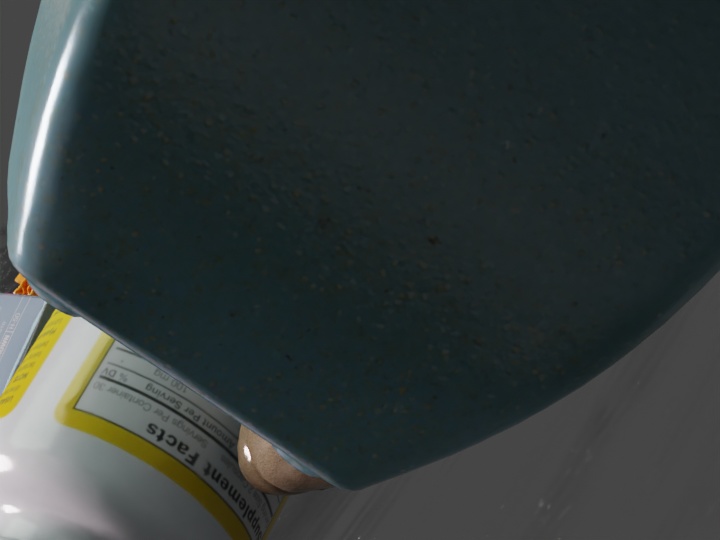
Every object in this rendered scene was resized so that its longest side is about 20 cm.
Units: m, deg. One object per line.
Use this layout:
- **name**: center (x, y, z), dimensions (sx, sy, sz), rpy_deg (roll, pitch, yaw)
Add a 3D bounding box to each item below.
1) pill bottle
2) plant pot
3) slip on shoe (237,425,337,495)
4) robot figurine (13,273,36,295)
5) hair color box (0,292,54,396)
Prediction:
- **pill bottle**: center (-0.077, 0.061, 0.782), dimensions (0.201, 0.111, 0.111), rpy_deg (-60, 11, -29)
- **plant pot**: center (0.003, -0.059, 0.596), dimensions (0.201, 0.196, 0.196), rpy_deg (-54, 16, 5)
- **slip on shoe**: center (0.017, 0.010, 0.765), dimensions (0.061, 0.076, 0.200), rpy_deg (-38, 15, 40)
- **robot figurine**: center (-0.109, -0.014, 1.180), dimensions (0.199, 0.058, 0.145), rpy_deg (-21, -19, -50)
- **hair color box**: center (-0.171, 0.054, 0.990), dimensions (0.199, 0.099, 0.061), rpy_deg (2, 65, 50)
